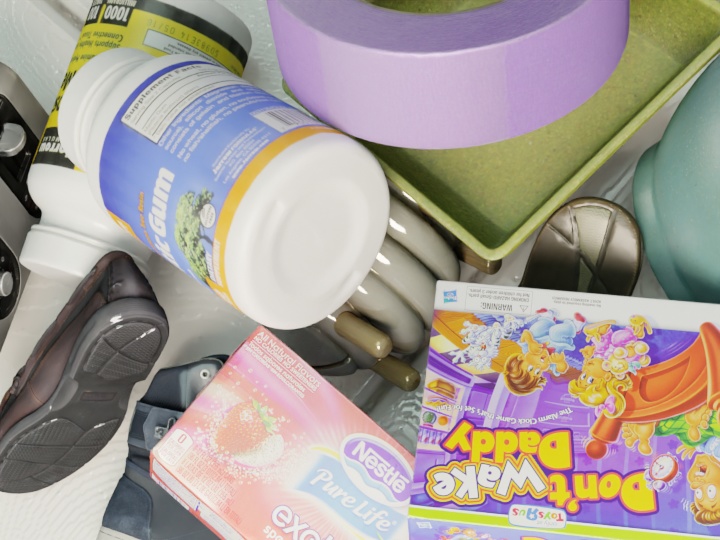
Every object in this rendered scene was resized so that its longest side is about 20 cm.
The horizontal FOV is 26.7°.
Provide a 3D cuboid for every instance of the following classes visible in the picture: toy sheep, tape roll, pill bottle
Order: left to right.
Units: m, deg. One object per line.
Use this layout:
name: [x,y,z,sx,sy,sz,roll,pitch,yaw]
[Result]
pill bottle: [-0.154,-0.085,1.015,0.112,0.112,0.202,14,79,20]
pill bottle: [-0.087,-0.057,0.868,0.199,0.112,0.112,31,85,39]
toy sheep: [0.000,0.000,0.934,0.137,0.138,0.200,33,75,22]
tape roll: [0.047,-0.157,0.831,0.198,0.066,0.201,-4,47,4]

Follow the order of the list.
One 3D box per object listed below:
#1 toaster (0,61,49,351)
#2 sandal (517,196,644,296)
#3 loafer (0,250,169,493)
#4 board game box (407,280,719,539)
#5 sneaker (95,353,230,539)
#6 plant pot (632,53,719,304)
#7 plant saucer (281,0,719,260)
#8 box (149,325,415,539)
toaster: [-0.318,-0.047,1.030,0.198,0.119,0.182,5,58,17]
sandal: [0.109,0.037,0.898,0.081,0.055,0.201,26,120,9]
loafer: [-0.184,0.068,0.979,0.200,0.071,0.063,-49,47,35]
board game box: [0.130,0.082,0.772,0.198,0.045,0.135,5,60,7]
sneaker: [-0.063,0.131,0.942,0.201,0.077,0.147,12,80,22]
plant pot: [0.239,-0.039,0.854,0.134,0.199,0.202,-24,66,37]
plant saucer: [0.087,-0.115,0.893,0.200,0.048,0.200,-43,56,-8]
box: [-0.014,0.136,0.841,0.200,0.103,0.095,40,75,4]
